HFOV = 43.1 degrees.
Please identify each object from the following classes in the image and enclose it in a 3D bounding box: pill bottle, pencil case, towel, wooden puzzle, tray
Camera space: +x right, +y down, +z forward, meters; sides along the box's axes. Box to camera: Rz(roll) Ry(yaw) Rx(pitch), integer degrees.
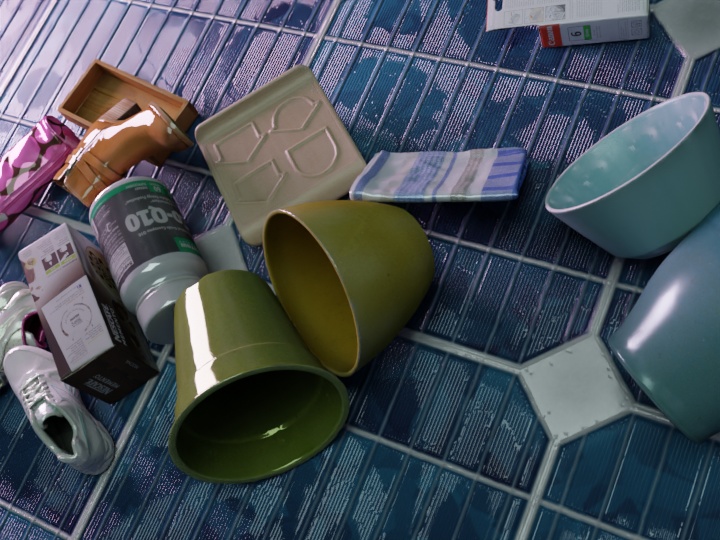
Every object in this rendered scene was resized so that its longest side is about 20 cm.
[{"bbox_3d":[-0.261,-0.013,1.157,0.113,0.113,0.200,-32,61,2],"label":"pill bottle"},{"bbox_3d":[-0.482,-0.128,1.300,0.200,0.091,0.094,-47,26,-3],"label":"pencil case"},{"bbox_3d":[0.096,-0.115,1.086,0.199,0.024,0.147,1,26,17],"label":"towel"},{"bbox_3d":[-0.104,-0.150,1.209,0.185,0.046,0.200,-31,66,4],"label":"wooden puzzle"},{"bbox_3d":[-0.339,-0.231,1.326,0.200,0.037,0.099,27,78,28],"label":"tray"}]

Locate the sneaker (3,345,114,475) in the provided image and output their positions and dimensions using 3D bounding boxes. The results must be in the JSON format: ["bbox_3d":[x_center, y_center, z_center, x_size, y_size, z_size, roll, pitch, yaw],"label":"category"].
[{"bbox_3d":[-0.380,0.163,1.122,0.070,0.080,0.200,-44,70,-3],"label":"sneaker"}]

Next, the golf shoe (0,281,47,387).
[{"bbox_3d":[-0.470,0.112,1.196,0.091,0.075,0.201,17,74,21],"label":"golf shoe"}]

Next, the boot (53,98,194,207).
[{"bbox_3d":[-0.314,-0.147,1.204,0.155,0.074,0.200,-51,37,-15],"label":"boot"}]

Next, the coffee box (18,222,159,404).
[{"bbox_3d":[-0.345,0.055,1.155,0.080,0.113,0.200,-32,60,3],"label":"coffee box"}]

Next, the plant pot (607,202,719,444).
[{"bbox_3d":[0.353,0.059,0.885,0.188,0.200,0.200,-43,60,14],"label":"plant pot"}]

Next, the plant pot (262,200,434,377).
[{"bbox_3d":[0.000,0.000,1.037,0.142,0.200,0.200,-25,57,-24],"label":"plant pot"}]

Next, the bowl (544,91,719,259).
[{"bbox_3d":[0.308,-0.087,0.974,0.201,0.201,0.105,-38,101,-1],"label":"bowl"}]

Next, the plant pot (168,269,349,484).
[{"bbox_3d":[-0.134,0.105,1.037,0.200,0.200,0.190,-29,48,4],"label":"plant pot"}]

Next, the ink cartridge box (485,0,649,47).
[{"bbox_3d":[0.265,-0.345,1.167,0.199,0.050,0.109,-2,67,19],"label":"ink cartridge box"}]
